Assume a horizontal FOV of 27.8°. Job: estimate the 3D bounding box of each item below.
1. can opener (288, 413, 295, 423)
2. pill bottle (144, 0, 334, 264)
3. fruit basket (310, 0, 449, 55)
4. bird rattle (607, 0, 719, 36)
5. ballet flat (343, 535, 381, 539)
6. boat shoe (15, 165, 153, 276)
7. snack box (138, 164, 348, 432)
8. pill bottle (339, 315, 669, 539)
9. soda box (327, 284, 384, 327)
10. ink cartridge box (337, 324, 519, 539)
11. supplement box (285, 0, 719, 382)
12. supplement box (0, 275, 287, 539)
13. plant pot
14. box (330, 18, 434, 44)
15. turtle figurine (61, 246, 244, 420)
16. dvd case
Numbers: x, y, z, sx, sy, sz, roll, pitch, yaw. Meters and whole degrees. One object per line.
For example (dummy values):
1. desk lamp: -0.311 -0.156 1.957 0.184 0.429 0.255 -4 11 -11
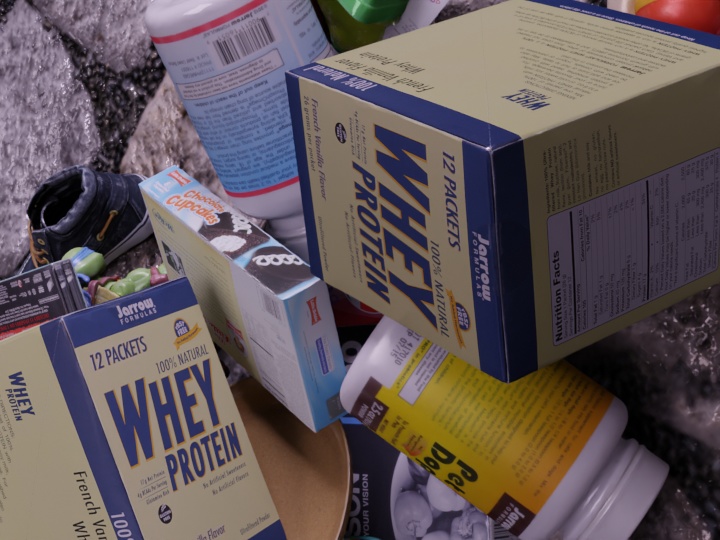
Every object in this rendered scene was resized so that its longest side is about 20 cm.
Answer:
1. can opener: -0.085 0.179 1.117 0.201 0.078 0.063 -57 48 19
2. pill bottle: -0.059 -0.108 0.994 0.108 0.109 0.201 -6 118 39
3. fruit basket: -0.035 -0.204 1.054 0.185 0.093 0.200 48 131 12
4. bird rattle: 0.226 -0.161 0.901 0.162 0.112 0.202 -10 92 50
5. ballet flat: -0.057 0.240 1.043 0.199 0.064 0.076 -20 110 38
6. boat shoe: -0.267 -0.026 1.271 0.200 0.090 0.071 -39 57 29
7. snack box: -0.082 0.016 1.018 0.200 0.037 0.117 36 147 45
8. pill bottle: 0.093 0.097 0.924 0.199 0.109 0.110 35 110 8
9. soda box: 0.000 0.000 1.056 0.199 0.070 0.064 -7 109 40
10. ink cartridge box: 0.023 0.135 1.053 0.199 0.043 0.200 -4 85 40
11. supplement box: 0.096 -0.061 0.856 0.200 0.199 0.135 28 132 50
12. supplement box: -0.192 0.136 0.982 0.199 0.134 0.202 -21 90 31
13. plant pot: -0.079 0.172 1.039 0.199 0.027 0.202 -22 52 31
14. box: -0.030 -0.214 1.131 0.199 0.036 0.146 -7 81 40
15. turtle figurine: -0.147 0.050 1.182 0.143 0.200 0.195 -37 83 7
16. dvd case: -0.231 0.099 1.111 0.145 0.022 0.202 -15 94 49
